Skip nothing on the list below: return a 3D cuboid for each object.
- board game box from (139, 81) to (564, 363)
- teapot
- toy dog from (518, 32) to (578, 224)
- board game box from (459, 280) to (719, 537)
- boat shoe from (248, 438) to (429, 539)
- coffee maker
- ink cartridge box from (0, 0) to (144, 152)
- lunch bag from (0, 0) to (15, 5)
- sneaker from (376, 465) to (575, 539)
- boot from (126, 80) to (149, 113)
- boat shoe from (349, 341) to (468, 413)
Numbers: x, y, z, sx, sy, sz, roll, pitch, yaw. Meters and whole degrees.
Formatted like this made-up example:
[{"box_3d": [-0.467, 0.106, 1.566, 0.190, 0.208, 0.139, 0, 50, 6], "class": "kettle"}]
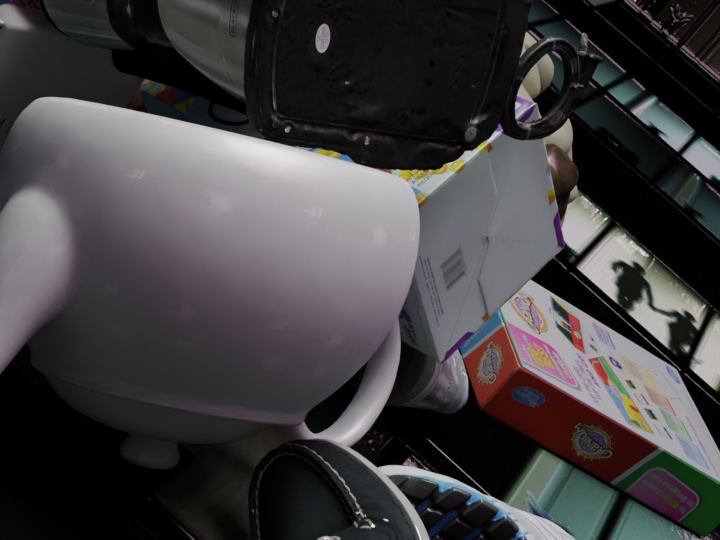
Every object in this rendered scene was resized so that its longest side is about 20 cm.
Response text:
[{"box_3d": [-0.005, -0.055, 0.892, 0.200, 0.103, 0.105, 29, -30, 37], "class": "board game box"}, {"box_3d": [-0.071, 0.014, 0.726, 0.200, 0.146, 0.197, 12, 1, -3], "class": "teapot"}, {"box_3d": [0.095, -0.096, 1.226, 0.194, 0.139, 0.200, 64, 7, -50], "class": "toy dog"}, {"box_3d": [0.152, 0.078, 1.123, 0.200, 0.040, 0.153, 31, 22, -24], "class": "board game box"}, {"box_3d": [-0.004, 0.140, 0.664, 0.060, 0.076, 0.200, 27, 22, -45], "class": "boat shoe"}, {"box_3d": [-0.030, -0.119, 0.792, 0.192, 0.135, 0.200, 35, -5, -42], "class": "coffee maker"}, {"box_3d": [-0.222, -0.154, 0.888, 0.200, 0.084, 0.145, 46, 21, 18], "class": "ink cartridge box"}, {"box_3d": [-0.240, -0.167, 0.747, 0.161, 0.200, 0.083, 55, -19, 35], "class": "lunch bag"}, {"box_3d": [0.061, 0.142, 0.804, 0.200, 0.075, 0.087, 37, 11, -31], "class": "sneaker"}, {"box_3d": [-0.138, -0.145, 1.045, 0.155, 0.073, 0.200, 44, 23, 14], "class": "boot"}, {"box_3d": [0.001, 0.000, 0.986, 0.065, 0.074, 0.202, 25, 28, -50], "class": "boat shoe"}]
